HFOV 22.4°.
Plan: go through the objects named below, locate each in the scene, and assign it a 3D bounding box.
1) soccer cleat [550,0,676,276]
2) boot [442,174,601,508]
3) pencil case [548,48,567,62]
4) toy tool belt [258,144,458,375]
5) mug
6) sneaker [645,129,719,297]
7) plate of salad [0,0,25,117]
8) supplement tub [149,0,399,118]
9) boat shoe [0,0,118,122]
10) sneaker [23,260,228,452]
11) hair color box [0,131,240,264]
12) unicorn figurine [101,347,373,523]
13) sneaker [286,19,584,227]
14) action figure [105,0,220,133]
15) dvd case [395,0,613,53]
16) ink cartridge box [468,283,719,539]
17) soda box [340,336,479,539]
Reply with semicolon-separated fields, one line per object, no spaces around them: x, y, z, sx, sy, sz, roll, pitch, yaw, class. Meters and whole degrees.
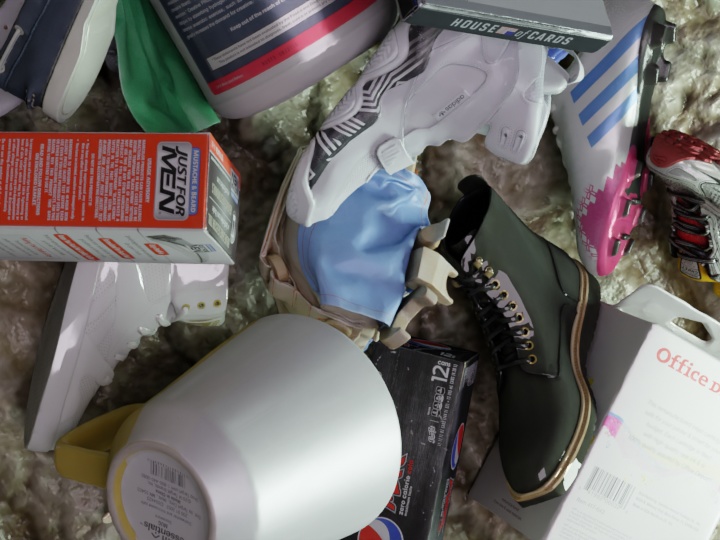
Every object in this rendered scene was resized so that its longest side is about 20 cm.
0.169;-0.100;1.310;0.086;0.070;0.202;13;101;22;soccer cleat
0.096;0.047;1.252;0.138;0.077;0.201;42;39;-34;boot
0.053;-0.204;1.168;0.078;0.087;0.201;-41;103;-38;pencil case
0.000;0.000;1.190;0.124;0.123;0.202;18;61;-22;toy tool belt
-0.088;0.127;1.122;0.153;0.186;0.150;-25;83;-54;mug
0.261;-0.032;1.327;0.082;0.078;0.200;-50;134;0;sneaker
-0.268;-0.182;1.102;0.198;0.048;0.202;0;100;1;plate of salad
-0.077;-0.211;1.143;0.140;0.140;0.201;-33;102;-13;supplement tub
-0.162;-0.186;1.058;0.061;0.075;0.201;26;116;4;boat shoe
-0.146;0.035;1.203;0.115;0.074;0.202;18;91;-20;sneaker
-0.180;-0.044;1.108;0.198;0.111;0.065;2;80;6;hair color box
-0.074;0.123;1.244;0.198;0.074;0.139;1;89;-16;unicorn figurine
0.045;-0.086;1.122;0.115;0.075;0.200;37;105;-2;sneaker
-0.162;-0.172;1.154;0.054;0.118;0.201;-23;93;13;action figure
0.067;-0.229;1.094;0.149;0.025;0.202;4;63;-35;dvd case
0.196;0.117;1.324;0.128;0.125;0.201;29;88;-24;ink cartridge box
0.029;0.150;1.285;0.070;0.063;0.202;13;96;14;soda box
